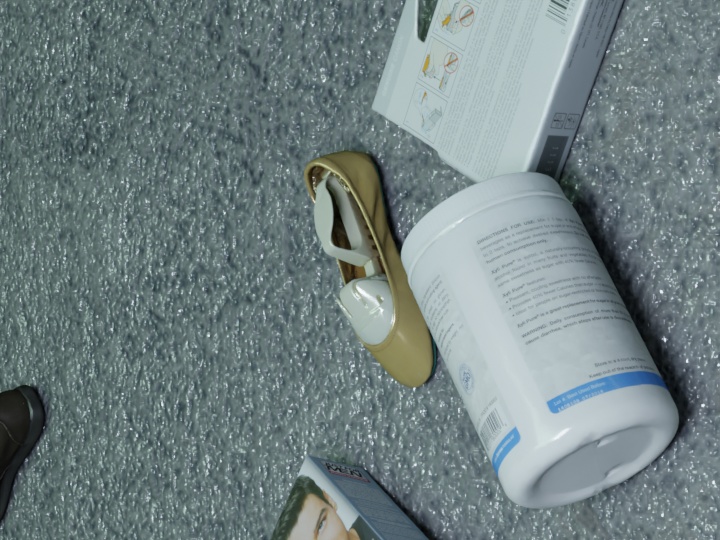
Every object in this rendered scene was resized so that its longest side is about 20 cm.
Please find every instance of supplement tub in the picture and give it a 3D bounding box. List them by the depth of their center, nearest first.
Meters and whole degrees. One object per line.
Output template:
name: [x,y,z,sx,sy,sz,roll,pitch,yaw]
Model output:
supplement tub: [0.122,0.049,1.447,0.132,0.131,0.201,-46,56,38]

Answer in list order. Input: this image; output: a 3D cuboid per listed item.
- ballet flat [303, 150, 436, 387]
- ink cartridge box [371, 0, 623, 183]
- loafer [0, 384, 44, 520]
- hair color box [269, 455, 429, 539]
ballet flat: [0.000,0.000,1.639,0.069,0.063,0.201,-38,62,42]
ink cartridge box: [0.102,-0.172,1.542,0.173,0.043,0.201,38,117,43]
loafer: [-0.380,0.190,2.063,0.073,0.071,0.201,51,125,36]
hair color box: [0.004,0.233,1.594,0.200,0.060,0.100,42,112,55]
